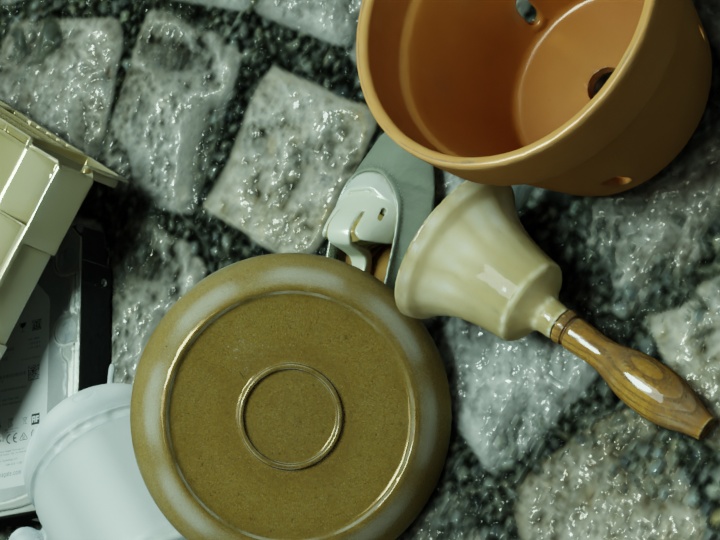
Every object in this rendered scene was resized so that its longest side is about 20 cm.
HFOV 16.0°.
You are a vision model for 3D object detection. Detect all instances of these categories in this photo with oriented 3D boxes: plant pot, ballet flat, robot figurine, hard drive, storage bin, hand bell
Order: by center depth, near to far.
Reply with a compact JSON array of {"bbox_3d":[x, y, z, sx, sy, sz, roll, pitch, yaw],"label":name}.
[{"bbox_3d":[0.116,-0.130,1.503,0.199,0.140,0.201,-14,64,29],"label":"plant pot"},{"bbox_3d":[0.127,0.038,1.507,0.200,0.104,0.104,37,100,25],"label":"hand bell"},{"bbox_3d":[-0.043,0.089,1.565,0.199,0.027,0.202,0,88,0],"label":"plant pot"},{"bbox_3d":[0.000,0.000,1.612,0.067,0.064,0.201,6,81,38],"label":"ballet flat"},{"bbox_3d":[-0.147,0.155,1.649,0.169,0.113,0.200,-31,57,-1],"label":"robot figurine"},{"bbox_3d":[-0.283,-0.018,1.772,0.198,0.094,0.201,31,93,40],"label":"storage bin"},{"bbox_3d":[-0.237,0.077,1.791,0.139,0.038,0.201,-12,69,34],"label":"hard drive"}]
